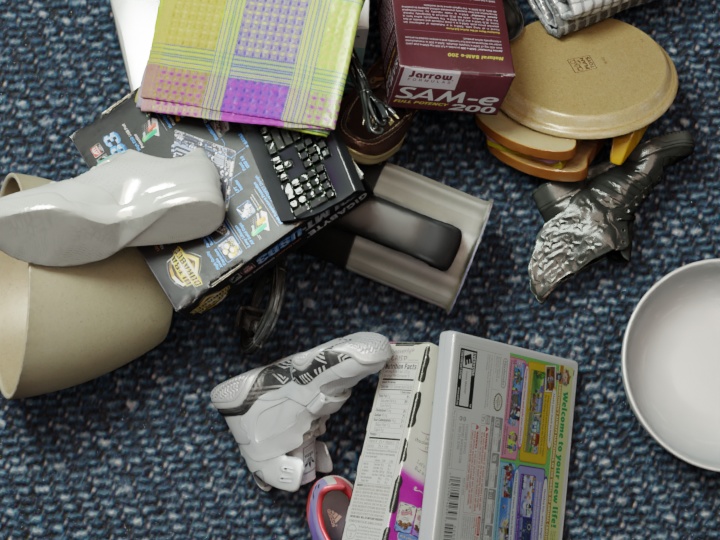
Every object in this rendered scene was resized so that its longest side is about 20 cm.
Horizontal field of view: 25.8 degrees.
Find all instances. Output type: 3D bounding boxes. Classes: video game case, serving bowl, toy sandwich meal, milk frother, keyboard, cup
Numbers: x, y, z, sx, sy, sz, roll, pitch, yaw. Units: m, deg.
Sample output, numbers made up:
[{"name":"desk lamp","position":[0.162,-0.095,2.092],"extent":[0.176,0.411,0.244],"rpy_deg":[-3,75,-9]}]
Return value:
[{"name":"video game case","position":[0.127,0.168,1.423],"extent":[0.181,0.022,0.202],"rpy_deg":[15,78,-43]},{"name":"serving bowl","position":[0.340,0.092,1.485],"extent":[0.198,0.066,0.202],"rpy_deg":[0,79,-2]},{"name":"toy sandwich meal","position":[0.210,-0.168,1.518],"extent":[0.203,0.071,0.206],"rpy_deg":[-2,45,2]},{"name":"milk frother","position":[0.000,0.000,1.455],"extent":[0.187,0.181,0.201],"rpy_deg":[22,109,3]},{"name":"keyboard","position":[-0.046,-0.148,1.324],"extent":[0.126,0.021,0.201],"rpy_deg":[-26,72,9]},{"name":"cup","position":[-0.250,0.016,1.425],"extent":[0.142,0.200,0.202],"rpy_deg":[2,78,-22]}]

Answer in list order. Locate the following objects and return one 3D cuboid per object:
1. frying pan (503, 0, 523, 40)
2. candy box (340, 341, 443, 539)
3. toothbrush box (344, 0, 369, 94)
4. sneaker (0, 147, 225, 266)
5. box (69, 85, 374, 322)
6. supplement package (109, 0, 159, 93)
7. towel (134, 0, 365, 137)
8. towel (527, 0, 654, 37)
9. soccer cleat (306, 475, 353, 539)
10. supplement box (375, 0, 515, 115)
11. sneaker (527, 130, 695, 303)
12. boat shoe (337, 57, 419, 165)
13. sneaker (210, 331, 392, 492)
[{"name":"frying pan","position":[0.077,-0.278,1.534],"extent":[0.190,0.031,0.115],"rpy_deg":[42,44,17]},{"name":"candy box","position":[0.064,0.179,1.418],"extent":[0.136,0.061,0.201],"rpy_deg":[27,71,-40]},{"name":"toothbrush box","position":[-0.036,-0.264,1.468],"extent":[0.085,0.200,0.148],"rpy_deg":[2,78,-2]},{"name":"sneaker","position":[-0.216,-0.062,1.313],"extent":[0.198,0.075,0.089],"rpy_deg":[-7,53,-11]},{"name":"box","position":[-0.122,-0.092,1.365],"extent":[0.198,0.050,0.201],"rpy_deg":[-36,70,3]},{"name":"supplement package","position":[-0.162,-0.193,1.489],"extent":[0.119,0.121,0.201],"rpy_deg":[-14,79,-5]},{"name":"towel","position":[-0.095,-0.193,1.331],"extent":[0.199,0.023,0.145],"rpy_deg":[10,83,23]},{"name":"towel","position":[0.218,-0.345,1.540],"extent":[0.165,0.086,0.201],"rpy_deg":[-22,81,-17]},{"name":"soccer cleat","position":[0.000,0.283,1.428],"extent":[0.066,0.076,0.201],"rpy_deg":[-19,80,-6]},{"name":"supplement box","position":[0.073,-0.241,1.444],"extent":[0.108,0.061,0.201],"rpy_deg":[4,56,-12]},{"name":"sneaker","position":[0.243,-0.054,1.514],"extent":[0.199,0.060,0.105],"rpy_deg":[-21,80,-1]},{"name":"boat shoe","position":[0.031,-0.172,1.468],"extent":[0.072,0.072,0.200],"rpy_deg":[31,42,9]},{"name":"sneaker","position":[-0.040,0.131,1.427],"extent":[0.199,0.075,0.116],"rpy_deg":[-21,89,33]}]
